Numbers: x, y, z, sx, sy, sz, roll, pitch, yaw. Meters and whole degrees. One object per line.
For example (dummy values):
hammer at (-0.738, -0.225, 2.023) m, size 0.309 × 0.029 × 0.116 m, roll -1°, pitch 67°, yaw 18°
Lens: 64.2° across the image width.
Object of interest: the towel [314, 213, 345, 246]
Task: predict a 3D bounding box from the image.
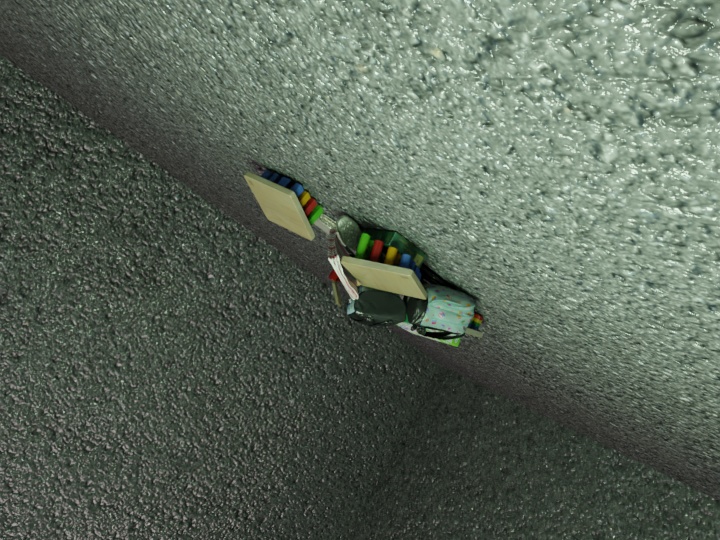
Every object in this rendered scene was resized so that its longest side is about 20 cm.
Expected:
towel at (-0.073, -0.123, 1.913) m, size 0.199 × 0.035 × 0.132 m, roll 35°, pitch 171°, yaw -14°

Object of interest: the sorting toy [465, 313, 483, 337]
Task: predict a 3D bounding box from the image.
sorting toy at (0.292, 0.138, 1.864) m, size 0.197 × 0.071 × 0.199 m, roll 25°, pitch -178°, yaw 32°

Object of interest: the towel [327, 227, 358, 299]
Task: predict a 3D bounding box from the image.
towel at (-0.044, -0.024, 1.613) m, size 0.148 × 0.030 × 0.201 m, roll 61°, pitch -168°, yaw -26°

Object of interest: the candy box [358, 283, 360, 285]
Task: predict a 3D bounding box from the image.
candy box at (0.002, 0.052, 2.113) m, size 0.202 × 0.026 × 0.102 m, roll 63°, pitch 176°, yaw -34°

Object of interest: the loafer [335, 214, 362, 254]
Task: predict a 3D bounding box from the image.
loafer at (-0.024, -0.101, 1.725) m, size 0.070 × 0.069 × 0.201 m, roll 54°, pitch 178°, yaw 43°

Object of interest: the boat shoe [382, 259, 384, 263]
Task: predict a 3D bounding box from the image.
boat shoe at (0.086, -0.003, 1.935) m, size 0.075 × 0.075 × 0.200 m, roll 63°, pitch 165°, yaw -6°

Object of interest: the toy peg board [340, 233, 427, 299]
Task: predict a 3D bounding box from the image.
toy peg board at (0.077, -0.016, 1.545) m, size 0.196 × 0.099 × 0.200 m, roll 11°, pitch 165°, yaw 22°

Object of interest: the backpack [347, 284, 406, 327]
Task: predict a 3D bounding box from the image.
backpack at (0.036, 0.108, 1.720) m, size 0.160 × 0.156 × 0.200 m, roll 10°, pitch 157°, yaw -11°

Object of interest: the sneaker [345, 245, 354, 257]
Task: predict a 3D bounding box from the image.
sneaker at (-0.001, 0.000, 1.850) m, size 0.069 × 0.100 × 0.202 m, roll -18°, pitch 118°, yaw 21°

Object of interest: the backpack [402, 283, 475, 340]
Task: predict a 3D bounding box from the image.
backpack at (0.233, 0.114, 1.666) m, size 0.197 × 0.128 × 0.168 m, roll 14°, pitch -152°, yaw -14°

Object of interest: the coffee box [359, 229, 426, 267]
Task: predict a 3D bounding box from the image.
coffee box at (0.088, -0.064, 1.619) m, size 0.122 × 0.044 × 0.199 m, roll 36°, pitch 172°, yaw -22°

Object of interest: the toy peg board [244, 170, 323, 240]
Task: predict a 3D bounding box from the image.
toy peg board at (-0.217, -0.219, 1.724) m, size 0.198 × 0.098 × 0.200 m, roll 26°, pitch 155°, yaw 31°

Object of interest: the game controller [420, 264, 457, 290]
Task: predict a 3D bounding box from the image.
game controller at (0.212, 0.026, 1.743) m, size 0.199 × 0.043 × 0.104 m, roll 35°, pitch 157°, yaw -22°

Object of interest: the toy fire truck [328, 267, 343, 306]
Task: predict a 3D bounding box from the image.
toy fire truck at (-0.051, 0.040, 2.196) m, size 0.128 × 0.202 × 0.176 m, roll 24°, pitch 169°, yaw 44°

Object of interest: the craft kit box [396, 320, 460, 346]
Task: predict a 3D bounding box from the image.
craft kit box at (0.196, 0.179, 1.867) m, size 0.198 × 0.049 × 0.196 m, roll 12°, pitch 169°, yaw 44°

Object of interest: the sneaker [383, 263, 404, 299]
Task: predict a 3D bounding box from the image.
sneaker at (0.115, 0.046, 1.767) m, size 0.200 × 0.074 × 0.079 m, roll 41°, pitch 147°, yaw -26°
